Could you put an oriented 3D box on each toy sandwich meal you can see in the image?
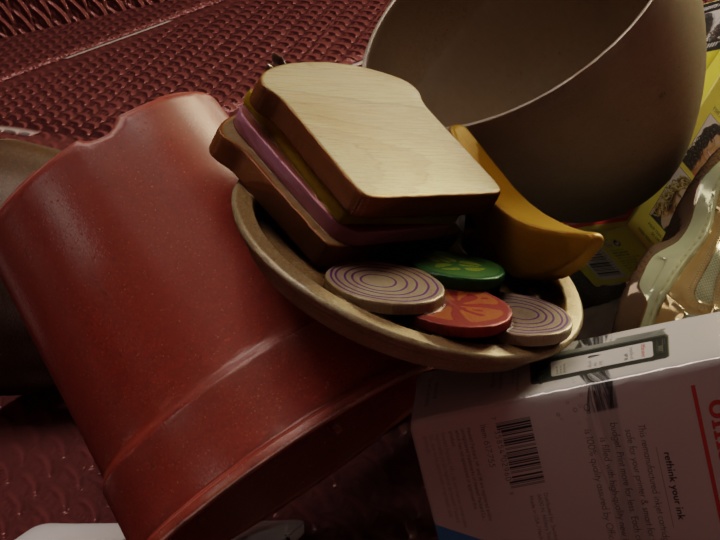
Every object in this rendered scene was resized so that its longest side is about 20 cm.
[{"bbox_3d":[0.026,-0.029,1.064,0.203,0.071,0.206,17,26,-9],"label":"toy sandwich meal"}]

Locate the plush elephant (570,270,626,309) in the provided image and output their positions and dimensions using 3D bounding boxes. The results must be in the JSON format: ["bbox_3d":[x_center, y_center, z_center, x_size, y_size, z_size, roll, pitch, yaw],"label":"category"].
[{"bbox_3d":[0.109,-0.060,1.405,0.164,0.201,0.155,-10,35,39],"label":"plush elephant"}]

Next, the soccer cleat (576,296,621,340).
[{"bbox_3d":[0.134,0.054,1.289,0.199,0.069,0.085,-6,27,38],"label":"soccer cleat"}]

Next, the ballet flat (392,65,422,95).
[{"bbox_3d":[0.003,-0.097,1.324,0.071,0.069,0.200,-41,13,3],"label":"ballet flat"}]

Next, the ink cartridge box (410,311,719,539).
[{"bbox_3d":[0.134,0.094,1.052,0.198,0.117,0.068,-12,17,10],"label":"ink cartridge box"}]

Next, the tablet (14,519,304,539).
[{"bbox_3d":[-0.142,0.171,1.226,0.198,0.014,0.130,-4,19,32],"label":"tablet"}]

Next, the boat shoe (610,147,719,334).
[{"bbox_3d":[0.202,-0.001,1.186,0.076,0.072,0.200,20,42,17],"label":"boat shoe"}]

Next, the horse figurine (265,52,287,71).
[{"bbox_3d":[-0.080,-0.035,1.351,0.050,0.201,0.133,27,2,-4],"label":"horse figurine"}]

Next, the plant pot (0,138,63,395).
[{"bbox_3d":[-0.182,0.006,1.535,0.199,0.189,0.187,6,25,36],"label":"plant pot"}]

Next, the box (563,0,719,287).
[{"bbox_3d":[0.198,-0.082,1.320,0.075,0.050,0.201,-7,43,56],"label":"box"}]

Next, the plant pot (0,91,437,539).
[{"bbox_3d":[-0.087,0.026,1.146,0.200,0.196,0.201,-33,-10,-7],"label":"plant pot"}]

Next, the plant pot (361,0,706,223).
[{"bbox_3d":[0.119,-0.107,1.245,0.199,0.135,0.201,-24,36,19],"label":"plant pot"}]
